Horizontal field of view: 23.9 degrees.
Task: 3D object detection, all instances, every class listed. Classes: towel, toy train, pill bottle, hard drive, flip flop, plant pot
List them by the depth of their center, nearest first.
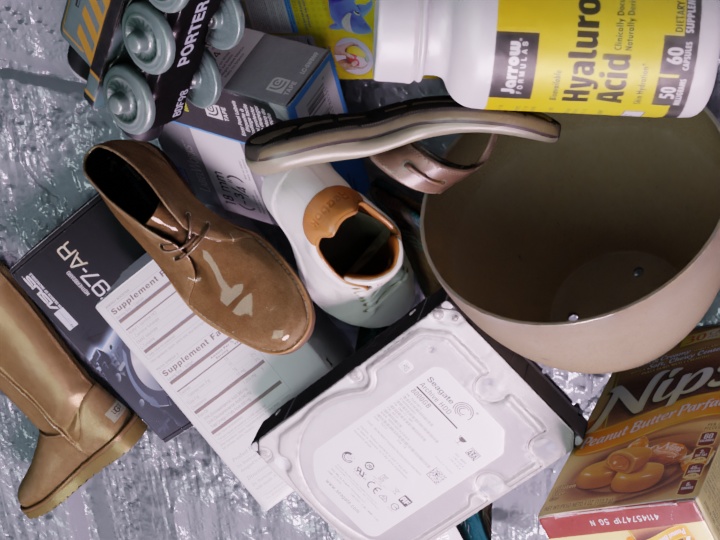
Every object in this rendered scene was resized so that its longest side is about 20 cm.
[{"bbox_3d":[0.108,-0.150,1.022,0.199,0.111,0.112,2,126,-1],"label":"pill bottle"},{"bbox_3d":[-0.131,-0.175,1.061,0.114,0.085,0.200,47,140,20],"label":"toy train"},{"bbox_3d":[0.027,-0.074,1.078,0.199,0.081,0.058,-9,102,-2],"label":"flip flop"},{"bbox_3d":[0.154,-0.011,1.105,0.200,0.201,0.135,3,146,28],"label":"plant pot"},{"bbox_3d":[0.038,0.112,1.175,0.200,0.038,0.140,-37,104,29],"label":"hard drive"},{"bbox_3d":[0.071,0.033,1.218,0.200,0.022,0.147,61,172,-19],"label":"towel"}]

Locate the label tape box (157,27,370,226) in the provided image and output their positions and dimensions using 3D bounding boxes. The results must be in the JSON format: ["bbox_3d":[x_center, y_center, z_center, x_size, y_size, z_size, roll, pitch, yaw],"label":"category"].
[{"bbox_3d":[-0.103,-0.109,1.203,0.200,0.063,0.144,18,149,26],"label":"label tape box"}]

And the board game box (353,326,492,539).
[{"bbox_3d":[0.049,0.132,1.285,0.028,0.135,0.200,-21,112,14],"label":"board game box"}]

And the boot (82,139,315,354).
[{"bbox_3d":[-0.116,-0.015,1.170,0.200,0.075,0.074,43,97,10],"label":"boot"}]

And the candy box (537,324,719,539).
[{"bbox_3d":[0.208,0.115,1.136,0.115,0.200,0.055,-13,116,35],"label":"candy box"}]

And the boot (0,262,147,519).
[{"bbox_3d":[-0.305,0.107,1.517,0.175,0.066,0.200,-38,100,29],"label":"boot"}]

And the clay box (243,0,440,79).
[{"bbox_3d":[0.016,-0.187,1.134,0.199,0.048,0.115,3,125,28],"label":"clay box"}]

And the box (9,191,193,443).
[{"bbox_3d":[-0.172,0.029,1.396,0.160,0.044,0.200,-33,102,40],"label":"box"}]

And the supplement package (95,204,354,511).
[{"bbox_3d":[-0.087,0.058,1.281,0.109,0.114,0.200,-37,99,10],"label":"supplement package"}]

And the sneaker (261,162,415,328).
[{"bbox_3d":[0.000,0.000,1.166,0.085,0.073,0.200,43,176,35],"label":"sneaker"}]
